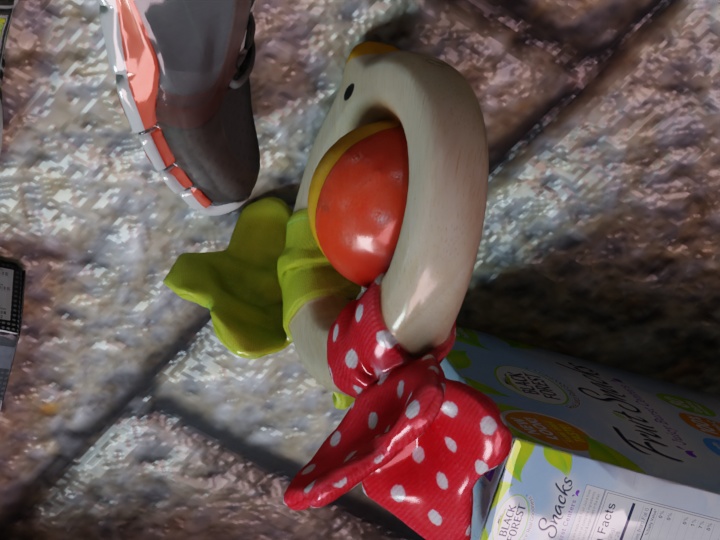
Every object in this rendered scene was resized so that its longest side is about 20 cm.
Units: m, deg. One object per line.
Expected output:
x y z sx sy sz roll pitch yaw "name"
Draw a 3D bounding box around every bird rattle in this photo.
0.000 0.000 1.110 0.112 0.200 0.164 12 105 -14 "bird rattle"

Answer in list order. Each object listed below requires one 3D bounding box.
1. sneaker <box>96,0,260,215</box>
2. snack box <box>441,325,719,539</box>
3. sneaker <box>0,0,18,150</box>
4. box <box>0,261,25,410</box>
-0.056 -0.105 1.084 0.082 0.077 0.201 -17 131 3 "sneaker"
0.120 0.092 1.197 0.199 0.169 0.068 14 102 -16 "snack box"
-0.158 -0.082 1.094 0.075 0.077 0.201 0 130 -1 "sneaker"
-0.249 0.053 1.226 0.199 0.044 0.161 10 130 -11 "box"
